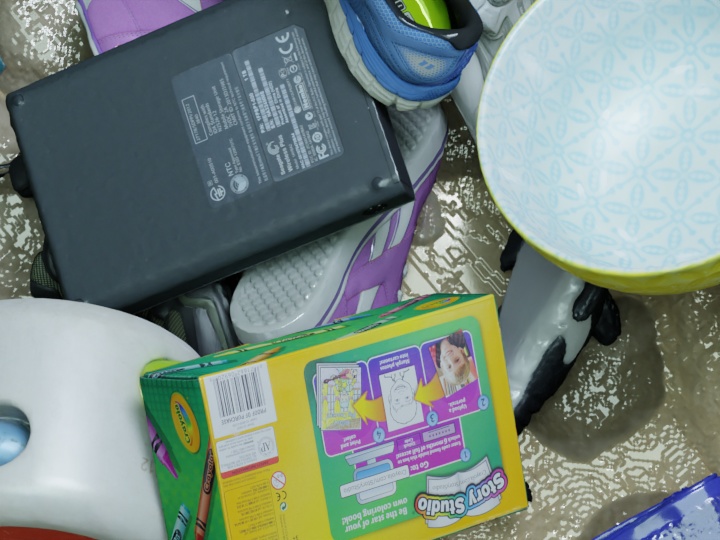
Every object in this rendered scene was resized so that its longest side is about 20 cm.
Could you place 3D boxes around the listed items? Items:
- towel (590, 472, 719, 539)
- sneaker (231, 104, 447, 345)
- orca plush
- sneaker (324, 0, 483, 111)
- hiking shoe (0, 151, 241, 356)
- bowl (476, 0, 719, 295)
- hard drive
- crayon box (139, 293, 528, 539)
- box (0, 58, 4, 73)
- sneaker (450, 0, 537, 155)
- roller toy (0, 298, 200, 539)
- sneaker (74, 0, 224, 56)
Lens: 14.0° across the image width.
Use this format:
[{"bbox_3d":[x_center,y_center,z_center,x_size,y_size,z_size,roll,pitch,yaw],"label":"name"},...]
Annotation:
[{"bbox_3d":[0.186,0.233,1.636,0.147,0.050,0.201,-30,83,3],"label":"towel"},{"bbox_3d":[-0.001,0.000,1.656,0.072,0.115,0.201,8,51,36],"label":"sneaker"},{"bbox_3d":[0.123,0.034,1.652,0.071,0.105,0.201,21,78,-28],"label":"orca plush"},{"bbox_3d":[0.000,-0.184,1.535,0.078,0.089,0.200,-38,89,-34],"label":"sneaker"},{"bbox_3d":[-0.132,0.002,1.665,0.100,0.076,0.201,-34,76,8],"label":"hiking shoe"},{"bbox_3d":[0.172,-0.065,1.565,0.199,0.108,0.201,-10,61,17],"label":"bowl"},{"bbox_3d":[-0.084,-0.067,1.593,0.199,0.033,0.140,-22,75,12],"label":"hard drive"},{"bbox_3d":[-0.010,0.090,1.530,0.199,0.058,0.120,-15,99,-36],"label":"crayon box"},{"bbox_3d":[-0.295,-0.172,1.678,0.200,0.082,0.049,41,82,5],"label":"box"},{"bbox_3d":[0.064,-0.134,1.632,0.099,0.201,0.078,22,51,42],"label":"sneaker"},{"bbox_3d":[-0.168,0.114,1.573,0.181,0.200,0.140,11,60,-13],"label":"roller toy"},{"bbox_3d":[-0.080,-0.112,1.652,0.114,0.073,0.200,-42,57,-15],"label":"sneaker"}]
